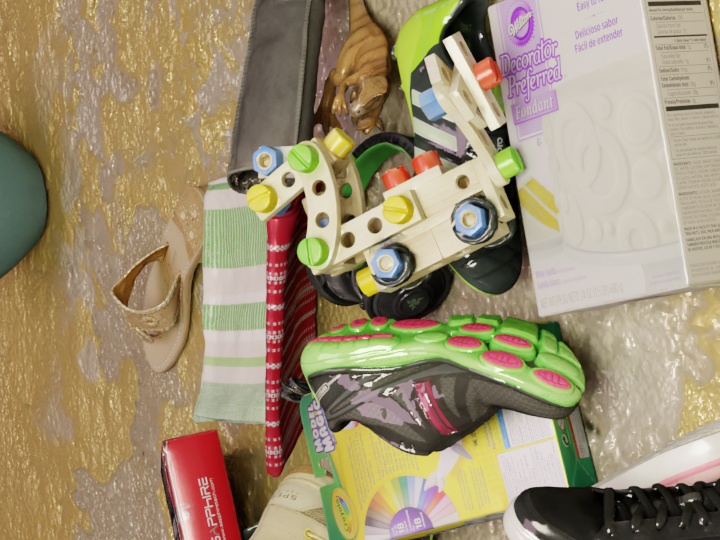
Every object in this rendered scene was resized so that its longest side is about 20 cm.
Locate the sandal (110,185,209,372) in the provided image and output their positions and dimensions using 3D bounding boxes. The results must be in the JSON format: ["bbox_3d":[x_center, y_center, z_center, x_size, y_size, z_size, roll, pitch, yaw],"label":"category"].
[{"bbox_3d":[-0.182,0.009,1.715,0.078,0.069,0.212,59,140,32],"label":"sandal"}]

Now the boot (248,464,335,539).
[{"bbox_3d":[-0.019,0.256,1.382,0.073,0.156,0.200,-25,107,45],"label":"boot"}]

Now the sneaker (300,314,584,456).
[{"bbox_3d":[0.056,0.076,1.272,0.199,0.077,0.084,2,111,34],"label":"sneaker"}]

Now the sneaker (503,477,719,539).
[{"bbox_3d":[0.187,0.128,1.091,0.073,0.199,0.112,-88,18,-62],"label":"sneaker"}]

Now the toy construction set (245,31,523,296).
[{"bbox_3d":[0.025,-0.060,1.246,0.200,0.092,0.132,-31,75,34],"label":"toy construction set"}]

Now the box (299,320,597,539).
[{"bbox_3d":[0.053,0.115,1.333,0.199,0.048,0.118,-18,79,30],"label":"box"}]

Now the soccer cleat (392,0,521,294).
[{"bbox_3d":[0.073,-0.085,1.304,0.081,0.067,0.201,-30,69,49],"label":"soccer cleat"}]

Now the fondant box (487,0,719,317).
[{"bbox_3d":[0.154,-0.081,1.199,0.144,0.058,0.201,-15,82,57],"label":"fondant box"}]

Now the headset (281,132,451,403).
[{"bbox_3d":[0.000,0.000,1.415,0.123,0.094,0.201,24,104,53],"label":"headset"}]

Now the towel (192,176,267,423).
[{"bbox_3d":[-0.095,0.021,1.578,0.152,0.023,0.201,-9,76,64],"label":"towel"}]

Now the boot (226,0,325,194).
[{"bbox_3d":[-0.064,-0.154,1.448,0.182,0.072,0.201,163,109,-76],"label":"boot"}]

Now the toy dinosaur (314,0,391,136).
[{"bbox_3d":[0.003,-0.155,1.424,0.201,0.060,0.107,-103,29,-50],"label":"toy dinosaur"}]

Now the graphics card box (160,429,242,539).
[{"bbox_3d":[-0.128,0.206,1.619,0.200,0.051,0.126,117,140,-75],"label":"graphics card box"}]

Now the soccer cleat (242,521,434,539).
[{"bbox_3d":[-0.017,0.199,1.486,0.200,0.081,0.068,-20,79,56],"label":"soccer cleat"}]

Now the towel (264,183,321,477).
[{"bbox_3d":[-0.050,0.036,1.484,0.145,0.022,0.201,-59,-29,-73],"label":"towel"}]

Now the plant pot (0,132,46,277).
[{"bbox_3d":[-0.387,-0.065,1.941,0.200,0.134,0.202,15,108,55],"label":"plant pot"}]

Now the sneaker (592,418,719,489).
[{"bbox_3d":[0.183,0.164,1.191,0.200,0.075,0.105,-39,76,45],"label":"sneaker"}]
